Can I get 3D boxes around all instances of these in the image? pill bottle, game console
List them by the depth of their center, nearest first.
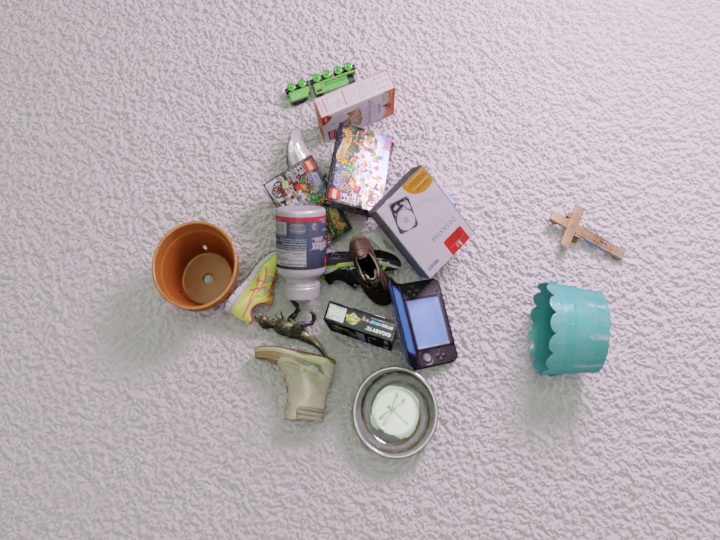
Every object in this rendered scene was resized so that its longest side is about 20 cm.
[{"bbox_3d":[0.142,0.112,1.585,0.166,0.118,0.205,-9,75,-19],"label":"game console"},{"bbox_3d":[-0.136,-0.042,1.610,0.116,0.120,0.206,1,102,2],"label":"pill bottle"}]

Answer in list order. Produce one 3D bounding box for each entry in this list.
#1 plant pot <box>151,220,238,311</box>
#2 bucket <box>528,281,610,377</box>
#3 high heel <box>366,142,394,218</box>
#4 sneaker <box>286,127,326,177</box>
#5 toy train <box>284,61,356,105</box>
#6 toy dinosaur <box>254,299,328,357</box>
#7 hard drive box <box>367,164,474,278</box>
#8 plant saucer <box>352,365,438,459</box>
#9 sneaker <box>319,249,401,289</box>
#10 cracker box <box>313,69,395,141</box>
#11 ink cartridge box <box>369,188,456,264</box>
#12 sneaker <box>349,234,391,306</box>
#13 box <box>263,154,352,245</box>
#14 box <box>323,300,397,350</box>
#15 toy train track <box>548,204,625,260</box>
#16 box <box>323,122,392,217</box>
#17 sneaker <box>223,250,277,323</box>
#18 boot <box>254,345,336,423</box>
[{"bbox_3d":[-0.370,0.005,1.635,0.194,0.140,0.206,0,75,2],"label":"plant pot"},{"bbox_3d":[0.460,0.132,1.554,0.131,0.208,0.213,4,75,0],"label":"bucket"},{"bbox_3d":[0.044,-0.227,1.721,0.093,0.068,0.205,-7,62,10],"label":"high heel"},{"bbox_3d":[-0.133,-0.253,1.736,0.096,0.078,0.206,-4,84,-7],"label":"sneaker"},{"bbox_3d":[-0.099,-0.479,1.803,0.195,0.042,0.058,-20,86,-4],"label":"toy train"},{"bbox_3d":[-0.148,0.127,1.645,0.196,0.047,0.090,26,92,1],"label":"toy dinosaur"},{"bbox_3d":[0.139,-0.111,1.604,0.156,0.077,0.201,-44,103,-9],"label":"hard drive box"},{"bbox_3d":[0.079,0.322,1.589,0.194,0.050,0.206,-1,76,2],"label":"plant saucer"},{"bbox_3d":[0.000,0.000,1.676,0.194,0.072,0.085,0,108,1],"label":"sneaker"},{"bbox_3d":[-0.013,-0.405,1.732,0.196,0.134,0.059,-23,76,-4],"label":"cracker box"},{"bbox_3d":[0.124,-0.123,1.691,0.116,0.067,0.200,43,81,10],"label":"ink cartridge box"},{"bbox_3d":[0.023,0.018,1.600,0.069,0.202,0.076,-23,33,8],"label":"sneaker"},{"bbox_3d":[-0.125,-0.153,1.677,0.135,0.038,0.203,-32,104,-7],"label":"box"},{"bbox_3d":[0.003,0.125,1.563,0.155,0.200,0.047,18,79,5],"label":"box"},{"bbox_3d":[0.542,-0.080,1.691,0.197,0.033,0.116,29,71,2],"label":"toy train track"},{"bbox_3d":[-0.005,-0.237,1.660,0.133,0.038,0.205,13,71,-9],"label":"box"},{"bbox_3d":[-0.231,0.039,1.663,0.090,0.078,0.201,39,85,2],"label":"sneaker"},{"bbox_3d":[-0.163,0.260,1.603,0.194,0.072,0.159,10,82,9],"label":"boot"}]
